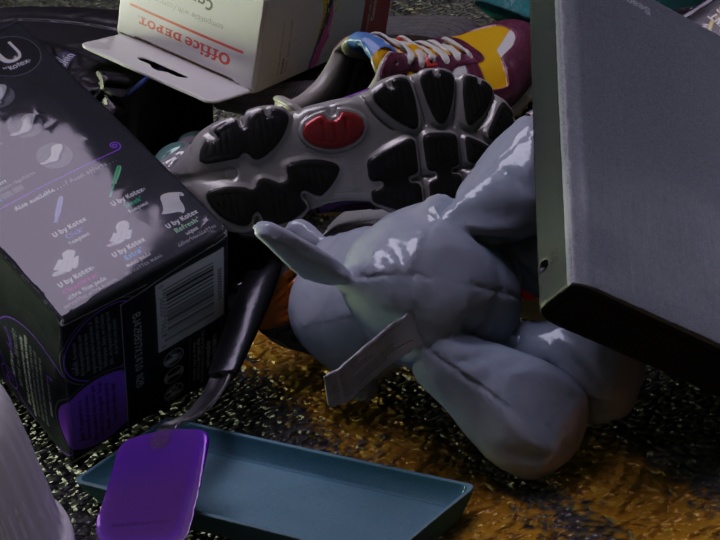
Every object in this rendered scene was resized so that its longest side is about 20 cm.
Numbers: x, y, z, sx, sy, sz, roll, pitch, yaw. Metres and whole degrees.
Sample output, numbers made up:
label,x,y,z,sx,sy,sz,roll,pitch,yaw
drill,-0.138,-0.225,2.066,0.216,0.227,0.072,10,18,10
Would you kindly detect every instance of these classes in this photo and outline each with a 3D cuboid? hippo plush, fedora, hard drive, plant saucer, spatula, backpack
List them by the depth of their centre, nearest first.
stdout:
label,x,y,z,sx,sy,sz,roll,pitch,yaw
hard drive,0.142,-0.043,0.867,0.033,0.139,0.201,-42,35,43
plant saucer,-0.043,0.107,0.879,0.200,0.019,0.070,7,28,40
hippo plush,0.036,0.030,0.915,0.200,0.160,0.161,-24,0,-26
spatula,-0.077,0.059,0.915,0.056,0.021,0.200,-9,35,29
backpack,-0.216,-0.097,1.279,0.199,0.148,0.183,9,25,17
fedora,-0.007,-0.110,1.289,0.176,0.091,0.200,5,23,36

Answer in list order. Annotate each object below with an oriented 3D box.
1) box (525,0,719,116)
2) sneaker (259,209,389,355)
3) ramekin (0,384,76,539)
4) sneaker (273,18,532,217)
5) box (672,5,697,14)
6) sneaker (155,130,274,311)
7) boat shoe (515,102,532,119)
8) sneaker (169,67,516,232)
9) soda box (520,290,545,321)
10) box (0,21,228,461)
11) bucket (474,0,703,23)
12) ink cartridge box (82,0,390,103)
label,x,y,z,sx,sy,sz,roll,pitch,yaw
box,0.207,-0.054,0.963,0.161,0.049,0.200,-33,51,-10
sneaker,0.000,0.000,1.064,0.092,0.076,0.200,-1,15,43
ramekin,-0.235,0.114,0.839,0.199,0.105,0.200,-9,22,4
sneaker,0.035,-0.118,1.149,0.200,0.090,0.075,-38,38,-24
box,0.252,-0.074,1.030,0.160,0.044,0.200,-7,49,10
sneaker,-0.082,-0.023,1.151,0.139,0.078,0.200,4,36,29
boat shoe,0.091,-0.095,1.241,0.060,0.076,0.200,4,39,34
sneaker,-0.008,-0.066,1.013,0.199,0.081,0.083,-5,4,-18
soda box,0.136,-0.042,1.091,0.068,0.064,0.200,7,28,38
box,-0.169,-0.019,0.998,0.106,0.122,0.200,-30,58,-28
bucket,0.183,-0.205,1.262,0.207,0.135,0.207,26,3,-2
ink cartridge box,-0.077,-0.179,1.222,0.116,0.068,0.200,24,32,24
